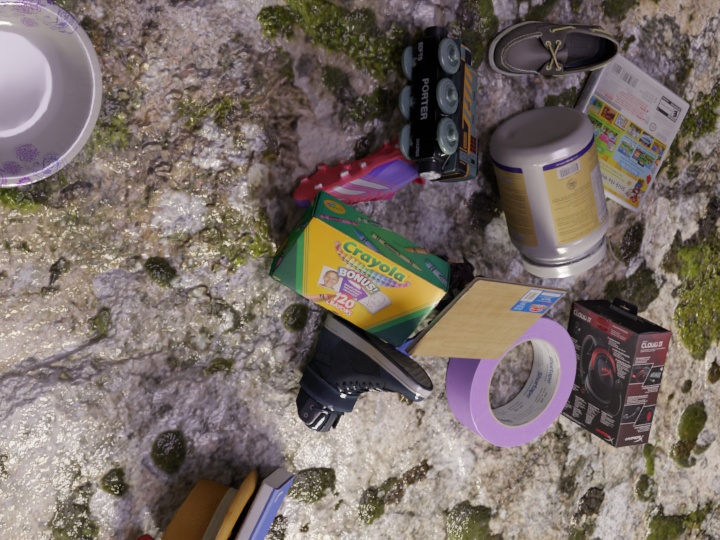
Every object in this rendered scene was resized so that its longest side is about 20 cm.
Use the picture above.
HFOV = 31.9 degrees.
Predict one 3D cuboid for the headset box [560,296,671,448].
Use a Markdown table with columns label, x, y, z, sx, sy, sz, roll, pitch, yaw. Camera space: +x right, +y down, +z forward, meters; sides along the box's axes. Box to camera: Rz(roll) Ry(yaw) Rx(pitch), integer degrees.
| label | x | y | z | sx | sy | sz | roll | pitch | yaw |
| --- | --- | --- | --- | --- | --- | --- | --- | --- | --- |
| headset box | 0.381 | 0.144 | 1.908 | 0.074 | 0.148 | 0.203 | -2 | 108 | -33 |

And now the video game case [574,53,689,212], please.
| label | x | y | z | sx | sy | sz | roll | pitch | yaw |
| --- | --- | --- | --- | --- | --- | --- | --- | --- | --- |
| video game case | 0.386 | -0.204 | 1.863 | 0.198 | 0.023 | 0.184 | 24 | 93 | -38 |

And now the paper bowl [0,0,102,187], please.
| label | x | y | z | sx | sy | sz | roll | pitch | yaw |
| --- | --- | --- | --- | --- | --- | --- | --- | --- | --- |
| paper bowl | -0.378 | -0.196 | 1.313 | 0.198 | 0.104 | 0.204 | -12 | 113 | -30 |

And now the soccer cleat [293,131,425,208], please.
| label | x | y | z | sx | sy | sz | roll | pitch | yaw |
| --- | --- | --- | --- | --- | --- | --- | --- | --- | --- |
| soccer cleat | 0.005 | -0.112 | 1.621 | 0.198 | 0.066 | 0.077 | -28 | 119 | -26 |

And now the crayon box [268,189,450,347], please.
| label | x | y | z | sx | sy | sz | roll | pitch | yaw |
| --- | --- | --- | --- | --- | --- | --- | --- | --- | --- |
| crayon box | 0.000 | 0.000 | 1.586 | 0.198 | 0.059 | 0.119 | 29 | 128 | -14 |

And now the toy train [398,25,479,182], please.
| label | x | y | z | sx | sy | sz | roll | pitch | yaw |
| --- | --- | --- | --- | --- | --- | --- | --- | --- | --- |
| toy train | 0.105 | -0.207 | 1.614 | 0.113 | 0.084 | 0.203 | 21 | 67 | -53 |

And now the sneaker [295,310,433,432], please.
| label | x | y | z | sx | sy | sz | roll | pitch | yaw |
| --- | --- | --- | --- | --- | --- | --- | --- | --- | --- |
| sneaker | -0.001 | 0.160 | 1.634 | 0.076 | 0.201 | 0.148 | 23 | 96 | -45 |

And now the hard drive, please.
| label | x | y | z | sx | sy | sz | roll | pitch | yaw |
| --- | --- | --- | --- | --- | --- | --- | --- | --- | --- |
| hard drive | -0.151 | 0.365 | 1.665 | 0.025 | 0.132 | 0.202 | 26 | 93 | 6 |

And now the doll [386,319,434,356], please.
| label | x | y | z | sx | sy | sz | roll | pitch | yaw |
| --- | --- | --- | --- | --- | --- | --- | --- | --- | --- |
| doll | 0.109 | 0.091 | 1.735 | 0.197 | 0.137 | 0.049 | -20 | 74 | -13 |

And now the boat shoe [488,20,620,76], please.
| label | x | y | z | sx | sy | sz | roll | pitch | yaw |
| --- | --- | --- | --- | --- | --- | --- | --- | --- | --- |
| boat shoe | 0.267 | -0.303 | 1.724 | 0.199 | 0.060 | 0.073 | -12 | 113 | -30 |

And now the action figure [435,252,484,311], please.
| label | x | y | z | sx | sy | sz | roll | pitch | yaw |
| --- | --- | --- | --- | --- | --- | --- | --- | --- | --- |
| action figure | 0.093 | 0.004 | 1.687 | 0.198 | 0.130 | 0.070 | 22 | 100 | -22 |

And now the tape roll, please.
| label | x | y | z | sx | sy | sz | roll | pitch | yaw |
| --- | --- | --- | --- | --- | --- | --- | --- | --- | --- |
| tape roll | 0.224 | 0.155 | 1.862 | 0.198 | 0.065 | 0.203 | -11 | 112 | -29 |

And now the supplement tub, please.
| label | x | y | z | sx | sy | sz | roll | pitch | yaw |
| --- | --- | --- | --- | --- | --- | --- | --- | --- | --- |
| supplement tub | 0.265 | -0.108 | 1.741 | 0.144 | 0.145 | 0.202 | -29 | 121 | -21 |

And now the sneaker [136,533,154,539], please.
| label | x | y | z | sx | sy | sz | roll | pitch | yaw |
| --- | --- | --- | --- | --- | --- | --- | --- | --- | --- |
| sneaker | -0.306 | 0.441 | 1.612 | 0.114 | 0.078 | 0.203 | -10 | 111 | -31 |

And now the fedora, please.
| label | x | y | z | sx | sy | sz | roll | pitch | yaw |
| --- | --- | --- | --- | --- | --- | --- | --- | --- | --- |
| fedora | -0.202 | 0.333 | 1.617 | 0.081 | 0.201 | 0.203 | 26 | 93 | 5 |

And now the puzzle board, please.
| label | x | y | z | sx | sy | sz | roll | pitch | yaw |
| --- | --- | --- | --- | --- | --- | --- | --- | --- | --- |
| puzzle board | 0.167 | 0.063 | 1.671 | 0.198 | 0.018 | 0.151 | 6 | 135 | -47 |
